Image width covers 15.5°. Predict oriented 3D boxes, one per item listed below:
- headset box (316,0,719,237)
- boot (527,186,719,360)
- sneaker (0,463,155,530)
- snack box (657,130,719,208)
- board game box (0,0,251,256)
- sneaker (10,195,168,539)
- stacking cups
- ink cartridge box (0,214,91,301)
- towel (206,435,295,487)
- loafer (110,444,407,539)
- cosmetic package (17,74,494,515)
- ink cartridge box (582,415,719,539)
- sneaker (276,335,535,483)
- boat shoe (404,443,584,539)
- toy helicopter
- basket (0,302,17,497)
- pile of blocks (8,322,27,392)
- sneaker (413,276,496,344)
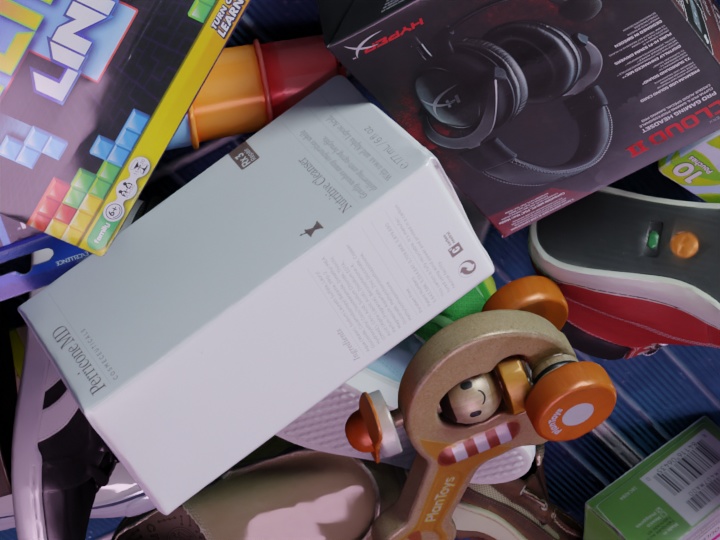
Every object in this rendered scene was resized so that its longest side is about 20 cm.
[{"bbox_3d":[0.090,-0.113,1.296,0.149,0.077,0.200,-26,137,18],"label":"headset box"},{"bbox_3d":[0.191,0.021,1.440,0.199,0.073,0.144,15,159,13],"label":"boot"},{"bbox_3d":[-0.170,0.104,1.501,0.199,0.073,0.071,-18,148,10],"label":"sneaker"},{"bbox_3d":[0.270,-0.063,1.408,0.142,0.053,0.200,-30,138,34],"label":"snack box"},{"bbox_3d":[-0.141,-0.127,1.170,0.165,0.057,0.200,23,104,-31],"label":"board game box"},{"bbox_3d":[-0.116,0.057,1.354,0.111,0.201,0.073,2,172,5],"label":"sneaker"},{"bbox_3d":[-0.107,-0.085,1.309,0.199,0.061,0.061,-13,142,-6],"label":"stacking cups"},{"bbox_3d":[-0.185,-0.068,1.245,0.099,0.039,0.200,-20,117,-3],"label":"ink cartridge box"},{"bbox_3d":[-0.026,0.144,1.627,0.143,0.023,0.200,-10,141,0],"label":"towel"},{"bbox_3d":[-0.063,0.151,1.533,0.200,0.076,0.067,-22,-175,27],"label":"loafer"},{"bbox_3d":[-0.051,0.010,1.262,0.200,0.113,0.081,-36,126,-7],"label":"cosmetic package"},{"bbox_3d":[0.194,0.192,1.673,0.104,0.059,0.200,-34,148,-23],"label":"ink cartridge box"},{"bbox_3d":[0.005,0.057,1.488,0.199,0.082,0.074,21,138,-17],"label":"sneaker"},{"bbox_3d":[0.091,0.131,1.600,0.075,0.075,0.202,-55,145,6],"label":"boat shoe"},{"bbox_3d":[0.042,0.095,1.407,0.132,0.079,0.200,-6,140,-26],"label":"toy helicopter"},{"bbox_3d":[-0.280,0.068,1.346,0.199,0.181,0.136,-7,162,-1],"label":"basket"},{"bbox_3d":[-0.154,0.030,1.441,0.200,0.082,0.062,-25,97,3],"label":"pile of blocks"},{"bbox_3d":[0.000,0.000,1.396,0.074,0.084,0.200,6,153,46],"label":"sneaker"}]
